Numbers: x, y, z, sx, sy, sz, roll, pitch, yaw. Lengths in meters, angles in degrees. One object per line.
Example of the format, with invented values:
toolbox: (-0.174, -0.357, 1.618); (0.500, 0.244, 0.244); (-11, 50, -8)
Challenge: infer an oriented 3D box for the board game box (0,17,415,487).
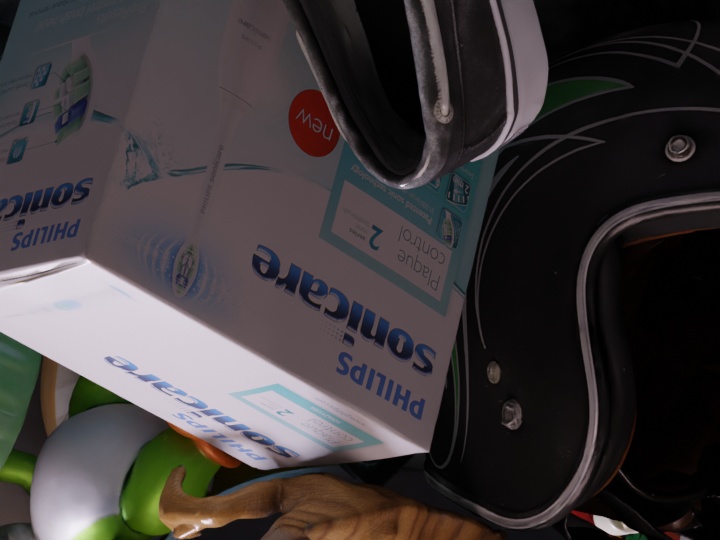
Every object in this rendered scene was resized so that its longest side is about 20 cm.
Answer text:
board game box: (-0.070, -0.009, 0.935); (0.200, 0.028, 0.135); (47, 177, -24)

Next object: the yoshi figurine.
yoshi figurine: (-0.134, 0.100, 1.027); (0.112, 0.112, 0.200); (37, 108, -4)

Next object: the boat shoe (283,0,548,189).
boat shoe: (-0.011, -0.120, 0.730); (0.074, 0.068, 0.200); (-7, 106, 40)

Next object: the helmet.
helmet: (0.116, 0.005, 0.899); (0.200, 0.191, 0.200); (16, -177, -1)

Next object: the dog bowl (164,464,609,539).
dog bowl: (0.019, 0.153, 0.904); (0.200, 0.200, 0.079); (8, 115, -3)

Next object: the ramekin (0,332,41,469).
ramekin: (-0.221, 0.030, 1.008); (0.200, 0.200, 0.098); (-16, 151, 33)

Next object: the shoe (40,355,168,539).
shoe: (-0.100, 0.092, 1.115); (0.053, 0.200, 0.070); (13, -161, 38)

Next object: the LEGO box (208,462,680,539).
LEGO box: (0.022, 0.116, 1.165); (0.200, 0.077, 0.149); (3, 154, 37)

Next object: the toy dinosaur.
toy dinosaur: (-0.014, 0.083, 0.804); (0.106, 0.061, 0.200); (-13, 171, 23)

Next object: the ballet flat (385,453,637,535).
ballet flat: (0.085, 0.078, 1.026); (0.200, 0.070, 0.069); (6, 151, -17)

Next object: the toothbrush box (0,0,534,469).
toothbrush box: (-0.033, -0.055, 0.805); (0.146, 0.200, 0.085); (33, 152, -35)

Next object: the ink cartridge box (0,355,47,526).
ink cartridge box: (-0.181, 0.104, 1.166); (0.084, 0.145, 0.200); (-12, 144, 31)
